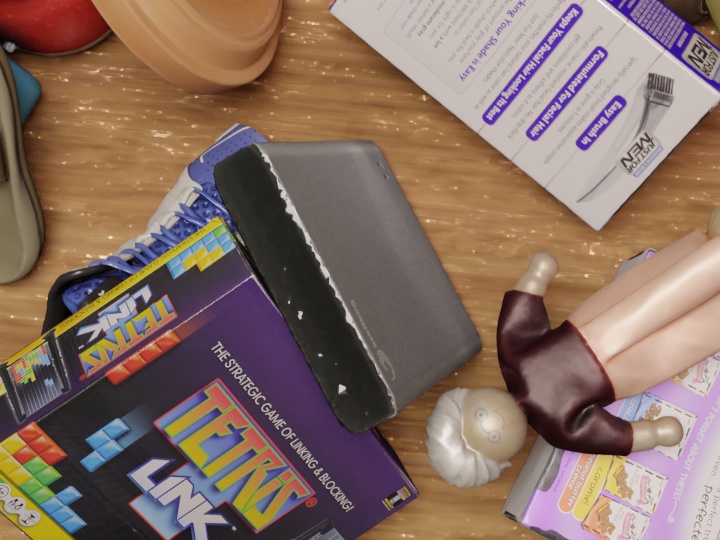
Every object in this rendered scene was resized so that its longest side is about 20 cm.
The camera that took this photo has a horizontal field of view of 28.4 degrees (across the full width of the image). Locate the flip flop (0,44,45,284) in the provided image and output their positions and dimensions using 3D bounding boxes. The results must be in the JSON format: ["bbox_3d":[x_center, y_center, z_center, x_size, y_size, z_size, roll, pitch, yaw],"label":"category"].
[{"bbox_3d":[-0.221,-0.068,0.743,0.081,0.200,0.058,11,41,23],"label":"flip flop"}]

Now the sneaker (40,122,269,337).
[{"bbox_3d":[-0.105,0.010,0.767,0.081,0.115,0.199,41,84,0],"label":"sneaker"}]

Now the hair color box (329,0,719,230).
[{"bbox_3d":[0.096,-0.130,0.794,0.200,0.065,0.109,40,124,1],"label":"hair color box"}]

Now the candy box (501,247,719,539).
[{"bbox_3d":[0.207,0.109,0.800,0.200,0.072,0.168,27,83,0],"label":"candy box"}]

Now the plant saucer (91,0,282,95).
[{"bbox_3d":[-0.096,-0.193,0.749,0.032,0.200,0.201,-18,86,25],"label":"plant saucer"}]

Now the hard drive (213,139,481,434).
[{"bbox_3d":[0.000,0.000,0.733,0.033,0.200,0.140,-28,87,17],"label":"hard drive"}]

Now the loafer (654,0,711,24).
[{"bbox_3d":[0.199,-0.233,0.840,0.071,0.073,0.200,25,83,-34],"label":"loafer"}]

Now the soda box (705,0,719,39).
[{"bbox_3d":[0.220,-0.191,0.775,0.068,0.064,0.200,-46,124,-24],"label":"soda box"}]

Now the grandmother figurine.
[{"bbox_3d":[0.119,0.044,0.741,0.200,0.061,0.121,-34,66,-1],"label":"grandmother figurine"}]

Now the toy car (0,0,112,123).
[{"bbox_3d":[-0.206,-0.199,0.737,0.177,0.200,0.184,33,83,0],"label":"toy car"}]

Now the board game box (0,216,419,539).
[{"bbox_3d":[-0.084,0.094,0.724,0.165,0.057,0.200,-34,132,1],"label":"board game box"}]
